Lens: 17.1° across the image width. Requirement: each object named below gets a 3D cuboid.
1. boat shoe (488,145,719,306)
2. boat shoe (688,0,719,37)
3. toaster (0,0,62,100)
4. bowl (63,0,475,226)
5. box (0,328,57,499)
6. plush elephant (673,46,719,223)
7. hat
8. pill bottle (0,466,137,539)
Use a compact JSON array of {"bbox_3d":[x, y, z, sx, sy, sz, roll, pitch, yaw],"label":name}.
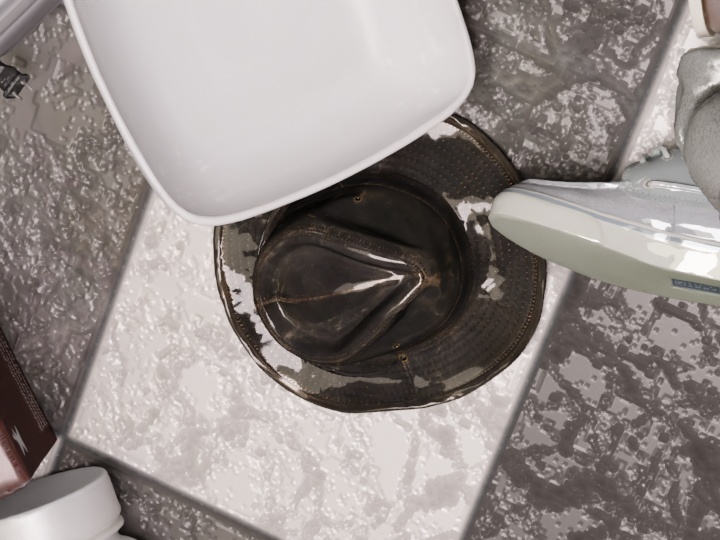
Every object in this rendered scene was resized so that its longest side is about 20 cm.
[{"bbox_3d":[0.172,-0.027,1.296,0.200,0.070,0.072,13,74,11],"label":"boat shoe"},{"bbox_3d":[0.210,-0.216,1.233,0.059,0.072,0.201,10,101,16],"label":"boat shoe"},{"bbox_3d":[-0.217,-0.208,1.343,0.129,0.114,0.200,-39,90,19],"label":"toaster"},{"bbox_3d":[-0.058,-0.140,1.297,0.200,0.075,0.200,-26,100,-14],"label":"bowl"},{"bbox_3d":[-0.305,0.083,1.381,0.200,0.164,0.166,-26,94,0],"label":"box"},{"bbox_3d":[0.230,-0.077,1.193,0.199,0.165,0.155,20,120,-10],"label":"plush elephant"},{"bbox_3d":[0.000,0.000,1.342,0.200,0.081,0.201,4,103,16],"label":"hat"},{"bbox_3d":[-0.164,0.227,1.429,0.113,0.113,0.201,-16,98,20],"label":"pill bottle"}]
